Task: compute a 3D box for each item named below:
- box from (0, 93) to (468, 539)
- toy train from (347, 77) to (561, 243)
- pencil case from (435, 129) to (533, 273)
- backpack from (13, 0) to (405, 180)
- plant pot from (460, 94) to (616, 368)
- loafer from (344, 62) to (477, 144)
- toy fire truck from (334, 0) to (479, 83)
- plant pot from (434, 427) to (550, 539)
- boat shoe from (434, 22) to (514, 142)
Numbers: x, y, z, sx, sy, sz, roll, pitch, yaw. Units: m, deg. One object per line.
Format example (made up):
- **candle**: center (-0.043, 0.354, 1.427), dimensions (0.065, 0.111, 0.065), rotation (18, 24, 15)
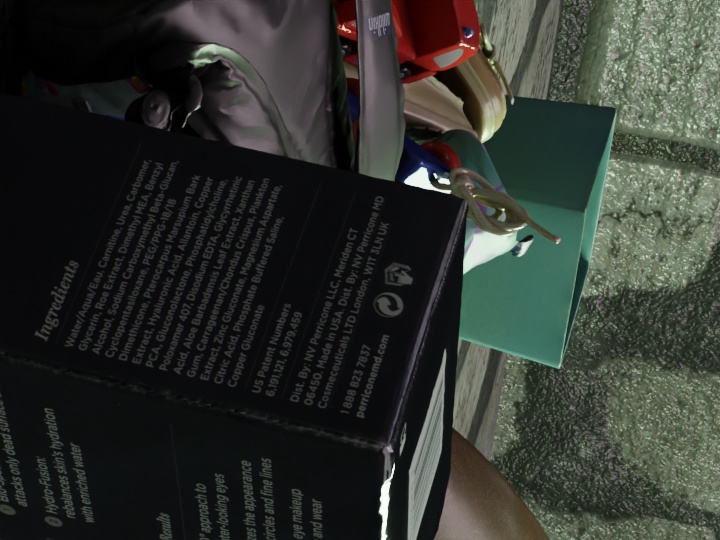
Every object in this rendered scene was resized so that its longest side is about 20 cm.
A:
- **box**: center (-0.069, 0.050, 0.911), dimensions (0.197, 0.199, 0.118), rotation (91, 15, -55)
- **toy train**: center (0.003, -0.025, 1.291), dimensions (0.116, 0.200, 0.085), rotation (-56, 150, 9)
- **pencil case**: center (0.000, 0.000, 1.396), dimensions (0.200, 0.085, 0.092), rotation (-32, 159, -22)
- **backpack**: center (-0.065, -0.063, 0.996), dimensions (0.167, 0.126, 0.200), rotation (-47, 140, -37)
- **plant pot**: center (0.068, -0.045, 1.709), dimensions (0.141, 0.199, 0.142), rotation (-65, 165, -54)
- **loafer**: center (0.006, -0.112, 1.444), dimensions (0.200, 0.076, 0.068), rotation (18, 62, -56)
- **toy fire truck**: center (0.028, -0.161, 1.307), dimensions (0.200, 0.141, 0.049), rotation (14, 63, -56)
- **plant pot**: center (0.026, 0.171, 1.568), dimensions (0.200, 0.186, 0.187), rotation (68, 32, -49)
- **boat shoe**: center (0.053, -0.163, 1.567), dimensions (0.073, 0.063, 0.200), rotation (94, -27, -48)
